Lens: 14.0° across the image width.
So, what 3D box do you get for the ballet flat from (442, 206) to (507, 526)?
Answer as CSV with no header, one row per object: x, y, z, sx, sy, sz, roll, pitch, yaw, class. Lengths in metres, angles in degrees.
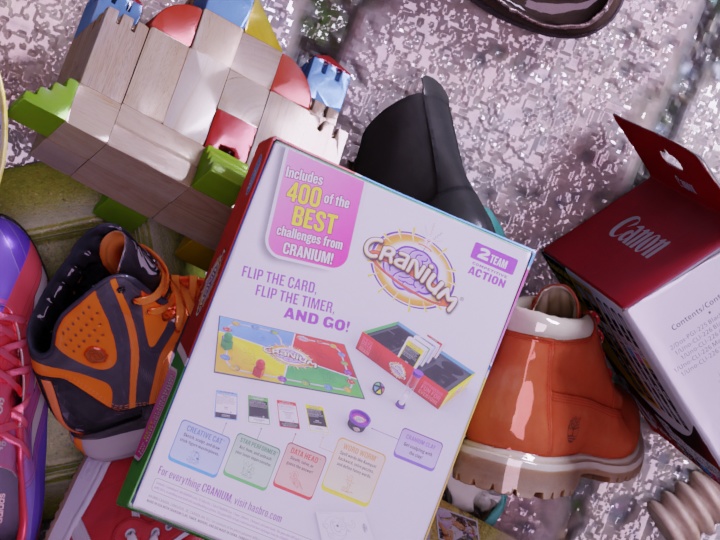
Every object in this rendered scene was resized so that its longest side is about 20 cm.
0.062,0.058,1.646,0.067,0.070,0.201,0,98,-13,ballet flat

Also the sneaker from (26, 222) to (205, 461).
-0.081,0.020,1.525,0.199,0.078,0.112,-24,122,4,sneaker

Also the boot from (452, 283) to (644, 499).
0.114,0.060,1.593,0.075,0.200,0.108,11,95,19,boot

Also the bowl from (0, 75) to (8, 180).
-0.270,-0.079,1.547,0.200,0.094,0.202,1,95,9,bowl

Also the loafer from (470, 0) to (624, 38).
0.063,-0.193,1.609,0.200,0.071,0.073,33,92,-12,loafer

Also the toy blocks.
-0.083,-0.093,1.576,0.199,0.100,0.137,27,60,-18,toy blocks

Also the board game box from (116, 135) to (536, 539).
-0.016,0.054,1.487,0.153,0.040,0.201,24,82,-12,board game box

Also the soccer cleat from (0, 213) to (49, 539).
-0.194,0.071,1.554,0.068,0.073,0.201,1,98,-8,soccer cleat

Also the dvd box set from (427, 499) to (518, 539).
0.062,0.202,1.587,0.200,0.147,0.029,29,134,-27,dvd box set

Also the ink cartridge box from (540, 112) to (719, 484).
0.173,0.017,1.592,0.084,0.200,0.176,-34,102,-3,ink cartridge box

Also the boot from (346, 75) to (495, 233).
0.000,0.000,1.633,0.200,0.139,0.077,-36,141,30,boot

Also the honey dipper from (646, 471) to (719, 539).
0.257,0.094,1.702,0.200,0.038,0.038,-34,102,-5,honey dipper

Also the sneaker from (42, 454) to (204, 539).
-0.117,0.174,1.528,0.071,0.112,0.201,43,60,-45,sneaker

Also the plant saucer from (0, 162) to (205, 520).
-0.176,0.044,1.615,0.199,0.048,0.201,-11,100,-8,plant saucer
